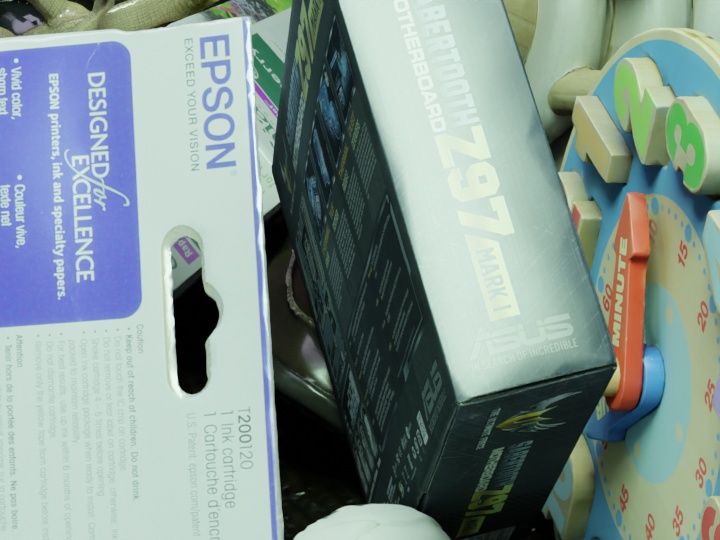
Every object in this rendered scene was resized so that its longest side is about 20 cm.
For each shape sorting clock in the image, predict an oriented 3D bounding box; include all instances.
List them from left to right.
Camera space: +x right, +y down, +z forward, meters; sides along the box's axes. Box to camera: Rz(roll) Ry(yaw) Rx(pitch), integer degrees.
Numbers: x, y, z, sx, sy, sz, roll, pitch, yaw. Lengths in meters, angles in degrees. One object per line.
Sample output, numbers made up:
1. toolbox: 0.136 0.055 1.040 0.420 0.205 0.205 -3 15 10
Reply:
1. shape sorting clock: 0.084 0.031 0.741 0.039 0.201 0.200 2 22 -11

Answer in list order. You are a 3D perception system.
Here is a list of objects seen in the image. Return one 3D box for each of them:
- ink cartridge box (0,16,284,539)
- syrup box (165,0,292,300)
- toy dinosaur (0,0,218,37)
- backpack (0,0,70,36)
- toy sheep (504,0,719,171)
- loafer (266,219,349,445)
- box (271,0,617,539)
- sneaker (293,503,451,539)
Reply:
1. ink cartridge box: -0.124 0.024 0.847 0.199 0.199 0.043 -5 -13 6
2. syrup box: -0.056 -0.054 1.041 0.081 0.079 0.200 -39 2 15
3. toy dinosaur: -0.138 -0.076 1.025 0.199 0.059 0.101 -26 -22 28
4. backpack: -0.244 -0.082 1.195 0.199 0.155 0.163 6 19 -25
5. toy sheep: 0.098 -0.087 0.888 0.199 0.139 0.138 4 15 -31
6. loafer: 0.000 0.000 0.965 0.073 0.071 0.200 35 19 -14
7. box: 0.018 -0.006 0.786 0.051 0.158 0.200 -13 -20 -10
8. sneaker: 0.023 0.136 0.674 0.129 0.080 0.199 5 26 22
